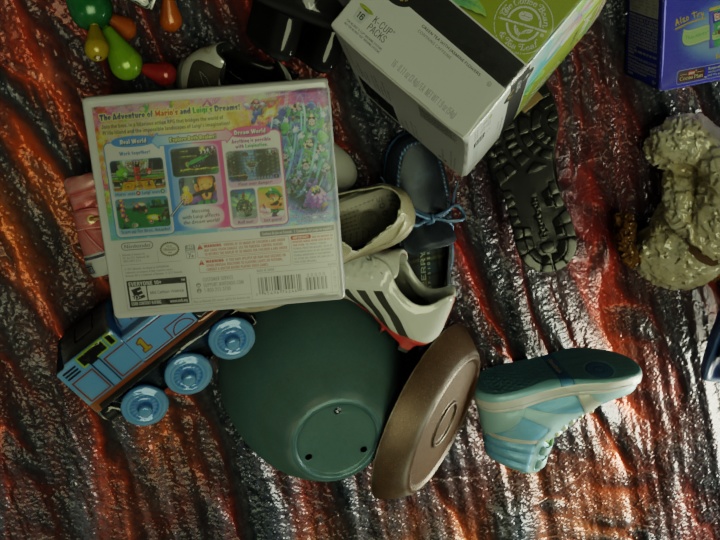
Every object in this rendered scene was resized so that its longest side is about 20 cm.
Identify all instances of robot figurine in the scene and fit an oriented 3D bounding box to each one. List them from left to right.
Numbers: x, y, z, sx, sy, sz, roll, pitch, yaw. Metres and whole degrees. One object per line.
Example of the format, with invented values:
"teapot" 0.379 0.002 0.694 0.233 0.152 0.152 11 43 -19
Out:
"robot figurine" -0.027 -0.267 0.687 0.124 0.150 0.202 26 109 14

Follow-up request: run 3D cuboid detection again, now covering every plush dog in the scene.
"plush dog" 0.369 -0.043 0.912 0.198 0.162 0.172 17 135 -21

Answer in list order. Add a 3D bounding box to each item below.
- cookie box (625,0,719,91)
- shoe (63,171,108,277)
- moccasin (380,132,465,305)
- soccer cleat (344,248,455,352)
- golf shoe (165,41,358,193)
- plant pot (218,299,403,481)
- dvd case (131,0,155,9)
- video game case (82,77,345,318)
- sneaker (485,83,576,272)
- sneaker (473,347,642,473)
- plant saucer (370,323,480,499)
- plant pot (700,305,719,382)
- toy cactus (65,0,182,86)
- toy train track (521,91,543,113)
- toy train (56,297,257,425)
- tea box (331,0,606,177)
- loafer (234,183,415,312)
"cookie box" 0.346 -0.292 0.814 0.169 0.075 0.203 -12 117 -10
"shoe" -0.161 -0.068 0.771 0.198 0.071 0.092 -20 100 -22
"moccasin" 0.072 -0.038 0.856 0.079 0.068 0.202 -17 118 -8
"soccer cleat" 0.000 0.000 0.827 0.199 0.069 0.086 33 123 -3
"golf shoe" -0.071 -0.126 0.750 0.199 0.094 0.079 28 61 -28
"plant pot" -0.039 0.134 0.866 0.197 0.135 0.203 -6 116 -13
"dvd case" -0.191 -0.332 0.669 0.145 0.022 0.202 23 107 -24
"video game case" -0.117 -0.058 0.707 0.197 0.024 0.185 -5 104 -1
"sneaker" 0.165 -0.100 0.861 0.075 0.088 0.203 -9 94 9
"sneaker" 0.228 0.168 0.994 0.197 0.080 0.132 -8 115 -3
"plant saucer" 0.076 0.154 0.892 0.034 0.200 0.203 25 111 21
"plant pot" 0.524 0.085 0.982 0.197 0.180 0.203 1 114 -17
"toy cactus" -0.209 -0.244 0.651 0.162 0.103 0.202 2 123 -6
"toy train track" 0.157 -0.218 0.807 0.199 0.033 0.115 -39 77 -2
"toy train" -0.188 0.061 0.812 0.199 0.087 0.115 -37 122 3
"tea box" 0.097 -0.202 0.684 0.133 0.200 0.197 40 94 6
"loafer" -0.041 -0.030 0.765 0.198 0.068 0.076 -28 77 -10
